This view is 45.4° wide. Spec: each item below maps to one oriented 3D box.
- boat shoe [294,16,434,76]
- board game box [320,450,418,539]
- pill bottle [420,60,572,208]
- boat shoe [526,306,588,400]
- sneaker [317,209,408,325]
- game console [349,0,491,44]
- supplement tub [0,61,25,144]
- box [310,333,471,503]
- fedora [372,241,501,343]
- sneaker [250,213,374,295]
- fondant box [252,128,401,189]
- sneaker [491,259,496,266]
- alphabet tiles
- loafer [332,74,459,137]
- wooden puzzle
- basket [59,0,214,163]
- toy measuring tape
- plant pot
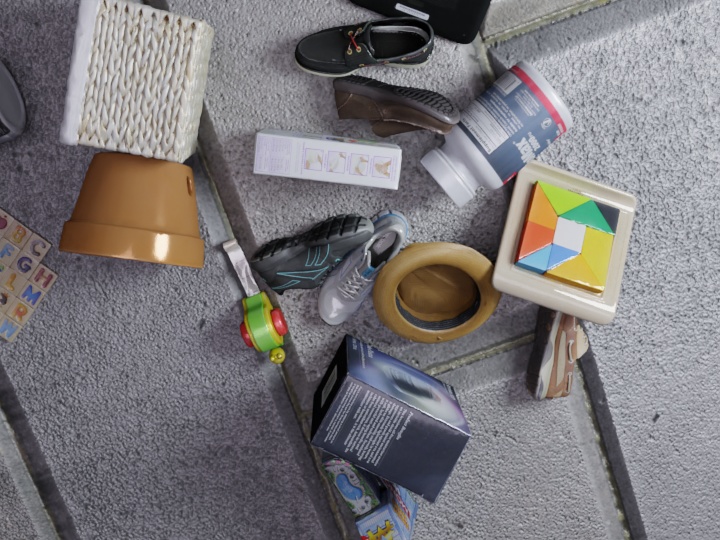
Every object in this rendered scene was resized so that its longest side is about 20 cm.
[{"bbox_3d":[0.005,-0.319,1.209,0.199,0.063,0.075,-4,78,-1],"label":"boat shoe"},{"bbox_3d":[0.019,0.334,1.288,0.061,0.200,0.201,-31,101,6],"label":"board game box"},{"bbox_3d":[0.188,-0.186,1.221,0.200,0.120,0.120,-40,100,8],"label":"pill bottle"},{"bbox_3d":[0.307,0.104,1.313,0.071,0.076,0.202,7,111,-6],"label":"boat shoe"},{"bbox_3d":[0.000,0.000,1.275,0.075,0.087,0.201,32,101,-9],"label":"sneaker"},{"bbox_3d":[0.100,-0.447,1.215,0.198,0.117,0.177,19,131,-4],"label":"game console"},{"bbox_3d":[-0.584,-0.216,1.200,0.198,0.123,0.124,-16,102,3],"label":"supplement tub"},{"bbox_3d":[0.040,0.209,1.262,0.197,0.200,0.124,27,100,-7],"label":"box"},{"bbox_3d":[0.109,0.018,1.267,0.198,0.082,0.202,-4,131,-5],"label":"fedora"},{"bbox_3d":[-0.063,-0.023,1.273,0.198,0.076,0.080,-18,114,22],"label":"sneaker"},{"bbox_3d":[-0.046,-0.159,1.209,0.197,0.144,0.059,5,102,-2],"label":"fondant box"},{"bbox_3d":[0.272,-0.036,1.286,0.198,0.076,0.092,-17,93,-5],"label":"sneaker"},{"bbox_3d":[-0.563,0.010,1.307,0.166,0.006,0.201,37,99,-8],"label":"alphabet tiles"},{"bbox_3d":[0.049,-0.223,1.216,0.198,0.073,0.072,22,119,28],"label":"loafer"},{"bbox_3d":[0.295,-0.044,1.229,0.183,0.037,0.202,18,75,-3],"label":"wooden puzzle"},{"bbox_3d":[-0.294,-0.260,1.160,0.159,0.198,0.203,10,101,-7],"label":"basket"},{"bbox_3d":[-0.160,0.052,1.291,0.073,0.074,0.202,-21,102,4],"label":"toy measuring tape"},{"bbox_3d":[-0.311,-0.083,1.204,0.197,0.200,0.142,7,90,-2],"label":"plant pot"}]
